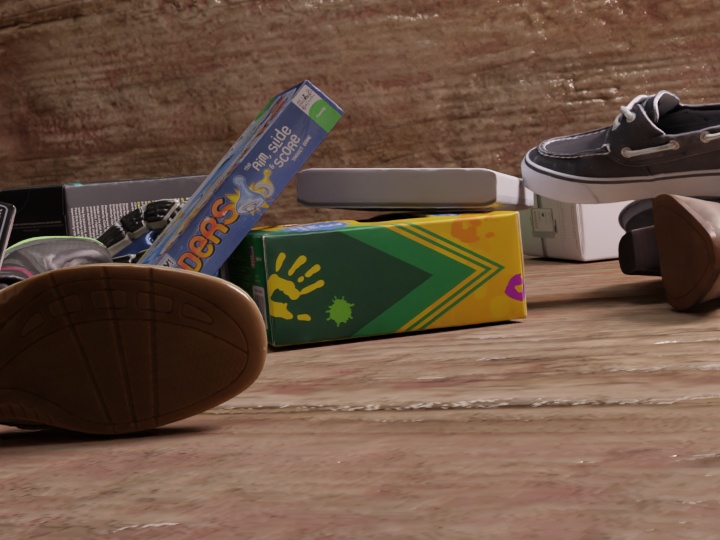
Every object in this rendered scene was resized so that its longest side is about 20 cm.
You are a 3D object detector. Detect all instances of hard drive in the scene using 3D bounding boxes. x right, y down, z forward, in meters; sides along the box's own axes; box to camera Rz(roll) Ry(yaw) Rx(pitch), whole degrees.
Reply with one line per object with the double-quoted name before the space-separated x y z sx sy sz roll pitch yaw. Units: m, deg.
"hard drive" 0.045 -0.055 1.067 0.132 0.027 0.200 1 1 13

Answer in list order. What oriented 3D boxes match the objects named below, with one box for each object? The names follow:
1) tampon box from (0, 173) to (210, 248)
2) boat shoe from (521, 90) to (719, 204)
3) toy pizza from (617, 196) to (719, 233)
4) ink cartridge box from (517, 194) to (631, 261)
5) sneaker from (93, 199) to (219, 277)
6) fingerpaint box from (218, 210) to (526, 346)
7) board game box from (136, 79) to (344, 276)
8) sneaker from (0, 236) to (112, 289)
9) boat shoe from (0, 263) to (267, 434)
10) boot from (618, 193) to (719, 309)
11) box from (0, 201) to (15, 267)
"tampon box" -0.256 -0.031 1.596 0.200 0.127 0.150 -7 4 -41
"boat shoe" 0.198 -0.088 1.023 0.200 0.068 0.072 2 31 33
"toy pizza" 0.288 -0.041 1.105 0.200 0.032 0.200 6 -13 1
"ink cartridge box" 0.262 -0.059 1.593 0.146 0.083 0.200 -6 4 -11
"sneaker" -0.195 0.021 1.131 0.200 0.079 0.089 -18 -36 10
"fingerpaint box" 0.000 0.000 1.029 0.167 0.074 0.200 -6 3 -13
"board game box" -0.097 -0.034 1.009 0.200 0.034 0.135 -52 11 -7
"sneaker" -0.224 0.030 0.961 0.084 0.077 0.200 4 20 37
"boat shoe" -0.134 0.036 0.661 0.200 0.072 0.072 -11 3 9
"boot" 0.254 -0.017 0.958 0.146 0.070 0.200 -4 3 -7
"box" -0.274 -0.005 0.718 0.200 0.060 0.117 16 -33 -14
